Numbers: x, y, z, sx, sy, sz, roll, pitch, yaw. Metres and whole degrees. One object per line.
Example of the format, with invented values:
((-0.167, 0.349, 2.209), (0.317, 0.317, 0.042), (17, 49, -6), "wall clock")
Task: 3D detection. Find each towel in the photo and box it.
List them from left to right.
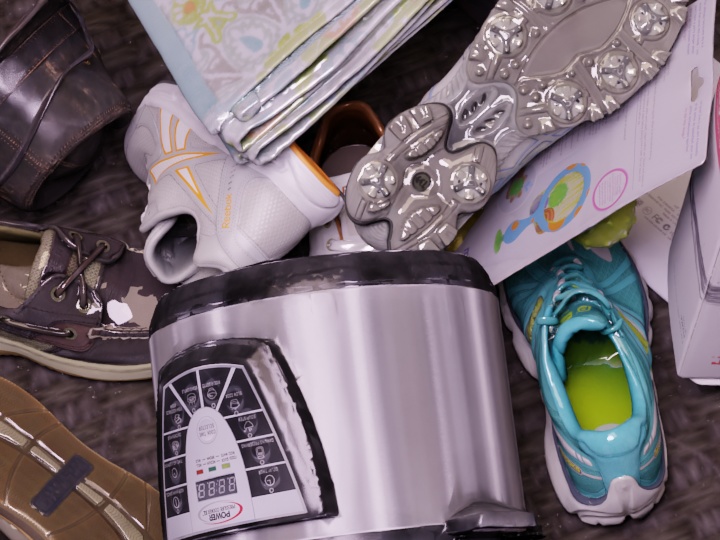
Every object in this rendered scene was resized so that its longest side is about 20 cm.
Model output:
((-0.038, -0.166, 1.508), (0.171, 0.048, 0.200), (-41, 49, 11), "towel")

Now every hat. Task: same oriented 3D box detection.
((-0.169, -0.087, 1.605), (0.081, 0.201, 0.201), (36, 63, -5), "hat")

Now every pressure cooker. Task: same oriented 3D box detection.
((-0.006, 0.101, 1.406), (0.178, 0.176, 0.201), (-6, 80, -4), "pressure cooker")

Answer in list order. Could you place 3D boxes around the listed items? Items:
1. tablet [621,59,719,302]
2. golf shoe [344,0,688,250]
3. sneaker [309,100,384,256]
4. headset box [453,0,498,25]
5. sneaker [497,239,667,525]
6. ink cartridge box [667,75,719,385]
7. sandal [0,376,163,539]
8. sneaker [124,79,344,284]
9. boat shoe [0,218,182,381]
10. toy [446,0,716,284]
((0.188, -0.042, 1.591), (0.130, 0.014, 0.200), (-37, 58, -17), "tablet")
((0.071, -0.085, 1.464), (0.200, 0.097, 0.078), (-38, 91, -4), "golf shoe")
((0.000, 0.000, 1.549), (0.072, 0.085, 0.201), (-11, 56, -1), "sneaker")
((0.088, -0.200, 1.602), (0.200, 0.149, 0.077), (41, 65, 1), "headset box")
((0.116, 0.030, 1.511), (0.077, 0.080, 0.201), (-15, 53, 0), "sneaker")
((0.234, -0.028, 1.443), (0.146, 0.200, 0.083), (1, 59, -5), "ink cartridge box")
((-0.145, 0.132, 1.491), (0.200, 0.054, 0.080), (41, 55, 11), "sandal")
((-0.091, -0.039, 1.558), (0.092, 0.076, 0.200), (-48, 25, -11), "sneaker")
((-0.162, 0.011, 1.577), (0.199, 0.065, 0.074), (2, 55, 10), "boat shoe")
((0.110, -0.043, 1.483), (0.200, 0.047, 0.116), (-28, 38, 36), "toy")
